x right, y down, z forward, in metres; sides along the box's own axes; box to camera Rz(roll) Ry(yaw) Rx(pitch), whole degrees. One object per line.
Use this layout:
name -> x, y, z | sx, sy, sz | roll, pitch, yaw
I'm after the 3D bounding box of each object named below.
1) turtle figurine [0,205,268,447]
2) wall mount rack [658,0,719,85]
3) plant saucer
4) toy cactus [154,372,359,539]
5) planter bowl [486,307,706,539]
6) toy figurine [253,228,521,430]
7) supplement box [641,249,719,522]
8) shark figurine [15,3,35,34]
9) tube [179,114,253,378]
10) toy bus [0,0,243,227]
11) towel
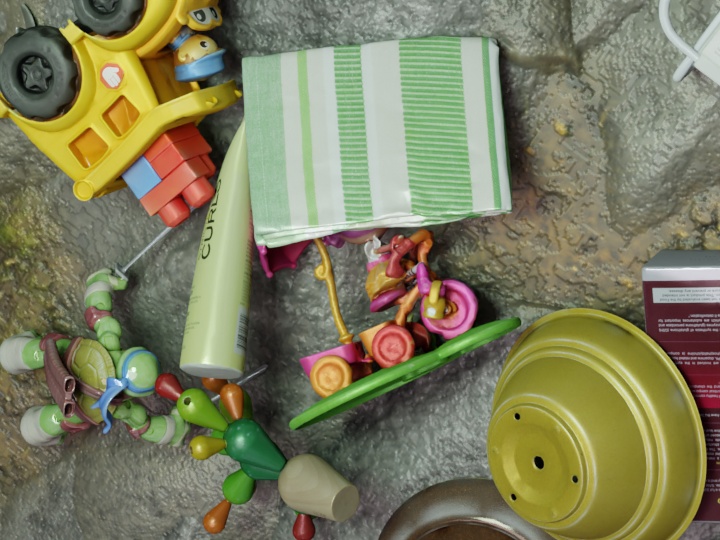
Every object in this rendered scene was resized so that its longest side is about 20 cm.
turtle figurine -> -0.195, 0.076, 1.886 | 0.193, 0.200, 0.144 | -13, 128, 45
wall mount rack -> 0.321, -0.171, 1.627 | 0.200, 0.075, 0.174 | 39, 118, 7
plant saucer -> 0.097, 0.268, 1.850 | 0.199, 0.032, 0.201 | 6, 107, 20
toy cactus -> -0.073, 0.160, 1.800 | 0.165, 0.102, 0.200 | 22, 152, 44
planter bowl -> 0.156, 0.135, 1.723 | 0.200, 0.083, 0.202 | 16, 114, 39
toy figurine -> 0.000, 0.000, 1.769 | 0.199, 0.150, 0.185 | -25, 84, 17
supplement box -> 0.276, 0.087, 1.715 | 0.108, 0.061, 0.201 | 0, 103, 22
shark figurine -> -0.349, -0.139, 1.881 | 0.213, 0.089, 0.129 | -6, 103, 24
tube -> -0.106, -0.017, 1.781 | 0.058, 0.052, 0.201 | -5, 73, 39
toy bus -> -0.163, -0.141, 1.775 | 0.200, 0.136, 0.192 | -42, 83, 23
towel -> 0.012, -0.100, 1.731 | 0.199, 0.023, 0.154 | -6, 74, 9
